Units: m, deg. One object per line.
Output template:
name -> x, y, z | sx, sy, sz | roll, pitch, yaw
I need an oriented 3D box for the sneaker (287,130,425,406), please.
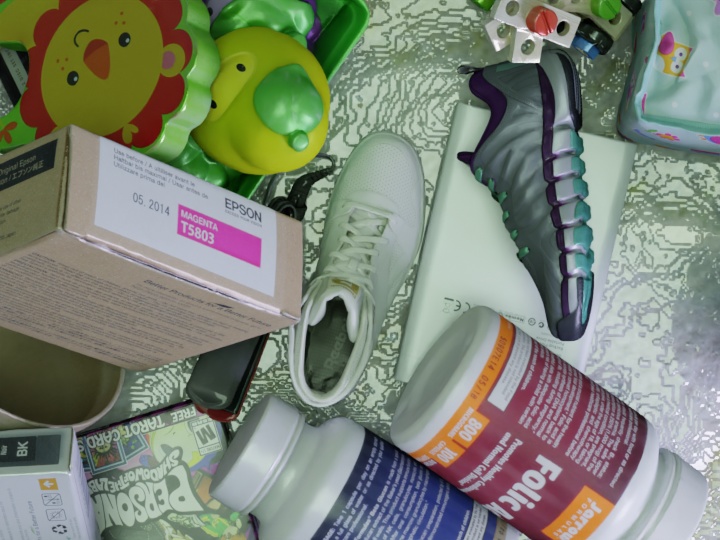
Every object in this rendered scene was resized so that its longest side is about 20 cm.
sneaker -> 0.000, 0.000, 1.398 | 0.073, 0.116, 0.201 | 15, 90, 0

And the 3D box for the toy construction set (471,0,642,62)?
toy construction set -> 0.111, -0.201, 1.366 | 0.092, 0.200, 0.131 | -45, 123, 13

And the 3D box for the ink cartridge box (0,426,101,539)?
ink cartridge box -> -0.271, 0.182, 1.341 | 0.199, 0.199, 0.044 | -4, 47, 1

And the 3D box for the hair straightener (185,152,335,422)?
hair straightener -> -0.067, 0.005, 1.400 | 0.041, 0.077, 0.201 | 24, 79, 13

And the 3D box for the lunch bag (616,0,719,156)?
lunch bag -> 0.280, -0.124, 1.369 | 0.199, 0.170, 0.123 | 10, 91, 1

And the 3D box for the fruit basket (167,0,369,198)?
fruit basket -> -0.090, -0.124, 1.349 | 0.155, 0.216, 0.216 | 34, 91, -2

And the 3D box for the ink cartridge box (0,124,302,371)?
ink cartridge box -> -0.160, -0.008, 1.290 | 0.200, 0.164, 0.076 | 24, 59, -42

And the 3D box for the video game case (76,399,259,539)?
video game case -> -0.170, 0.201, 1.441 | 0.199, 0.036, 0.182 | -16, 93, 0

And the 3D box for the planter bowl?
planter bowl -> -0.278, 0.055, 1.370 | 0.135, 0.200, 0.200 | -39, 93, 28

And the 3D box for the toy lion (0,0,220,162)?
toy lion -> -0.187, -0.136, 1.314 | 0.199, 0.069, 0.193 | -26, 70, 23

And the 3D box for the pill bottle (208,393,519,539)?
pill bottle -> 0.000, 0.170, 1.397 | 0.199, 0.111, 0.111 | 33, 91, -8

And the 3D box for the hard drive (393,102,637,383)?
hard drive -> 0.109, -0.006, 1.443 | 0.131, 0.027, 0.201 | 13, 92, -2

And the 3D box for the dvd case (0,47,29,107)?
dvd case -> -0.180, -0.210, 1.373 | 0.200, 0.016, 0.149 | -39, 59, 15

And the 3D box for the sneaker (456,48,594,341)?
sneaker -> 0.113, -0.049, 1.402 | 0.087, 0.074, 0.201 | -5, 83, 13

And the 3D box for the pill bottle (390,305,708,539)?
pill bottle -> 0.130, 0.124, 1.382 | 0.200, 0.114, 0.114 | 35, 91, -9
